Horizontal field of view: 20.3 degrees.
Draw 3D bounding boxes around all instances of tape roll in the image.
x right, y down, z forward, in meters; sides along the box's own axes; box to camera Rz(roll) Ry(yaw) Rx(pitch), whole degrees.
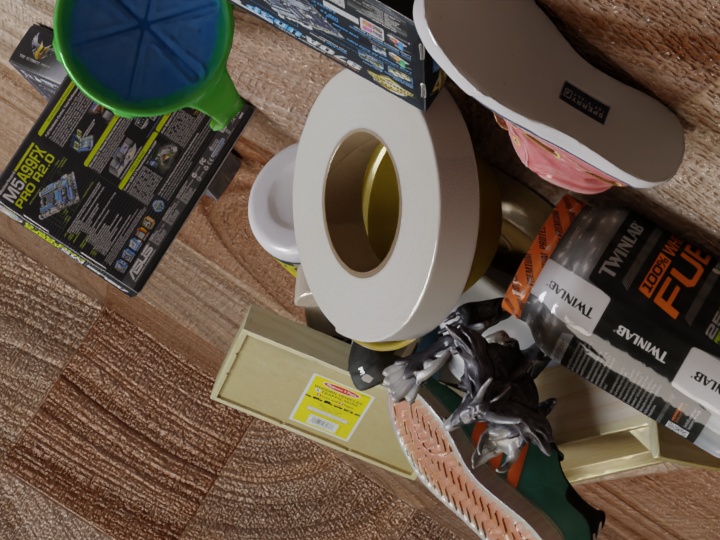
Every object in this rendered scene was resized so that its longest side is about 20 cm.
[{"bbox_3d":[0.015,-0.048,1.452,0.037,0.205,0.202,-2,-171,-33],"label":"tape roll"}]

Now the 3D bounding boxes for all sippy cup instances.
[{"bbox_3d":[-0.170,-0.187,1.541,0.130,0.139,0.179,-154,53,-79],"label":"sippy cup"}]

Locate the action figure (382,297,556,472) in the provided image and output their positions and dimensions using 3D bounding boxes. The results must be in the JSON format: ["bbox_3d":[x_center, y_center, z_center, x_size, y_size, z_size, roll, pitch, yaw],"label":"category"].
[{"bbox_3d":[0.087,0.086,1.449,0.119,0.102,0.200,46,-165,-3],"label":"action figure"}]

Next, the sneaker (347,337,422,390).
[{"bbox_3d":[0.000,0.000,1.610,0.075,0.201,0.116,-31,114,31],"label":"sneaker"}]

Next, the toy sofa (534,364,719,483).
[{"bbox_3d":[0.184,0.121,1.581,0.082,0.098,0.199,16,155,-41],"label":"toy sofa"}]

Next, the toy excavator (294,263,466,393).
[{"bbox_3d":[0.010,0.070,1.744,0.199,0.101,0.195,15,148,-20],"label":"toy excavator"}]

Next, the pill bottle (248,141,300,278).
[{"bbox_3d":[-0.008,-0.024,1.774,0.112,0.113,0.200,24,169,34],"label":"pill bottle"}]

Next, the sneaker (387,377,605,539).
[{"bbox_3d":[0.103,0.148,1.534,0.200,0.080,0.072,48,141,22],"label":"sneaker"}]

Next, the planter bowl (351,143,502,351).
[{"bbox_3d":[0.049,-0.040,1.518,0.083,0.202,0.200,2,-172,-36],"label":"planter bowl"}]

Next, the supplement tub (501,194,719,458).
[{"bbox_3d":[0.209,0.036,1.438,0.199,0.123,0.123,30,168,8],"label":"supplement tub"}]

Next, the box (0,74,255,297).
[{"bbox_3d":[-0.212,-0.103,1.782,0.160,0.201,0.044,33,168,-8],"label":"box"}]

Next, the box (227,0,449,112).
[{"bbox_3d":[-0.030,-0.194,1.319,0.199,0.046,0.159,30,168,10],"label":"box"}]

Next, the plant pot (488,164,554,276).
[{"bbox_3d":[0.102,-0.042,1.638,0.199,0.028,0.200,32,168,8],"label":"plant pot"}]

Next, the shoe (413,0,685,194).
[{"bbox_3d":[0.102,-0.110,1.249,0.199,0.072,0.091,32,163,-18],"label":"shoe"}]

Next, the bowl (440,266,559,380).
[{"bbox_3d":[0.137,0.070,1.704,0.200,0.091,0.201,33,-174,-4],"label":"bowl"}]

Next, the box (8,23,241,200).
[{"bbox_3d":[-0.231,-0.157,1.985,0.199,0.049,0.158,25,167,34],"label":"box"}]

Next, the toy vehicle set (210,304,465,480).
[{"bbox_3d":[-0.021,0.107,1.723,0.199,0.027,0.124,23,144,-6],"label":"toy vehicle set"}]
